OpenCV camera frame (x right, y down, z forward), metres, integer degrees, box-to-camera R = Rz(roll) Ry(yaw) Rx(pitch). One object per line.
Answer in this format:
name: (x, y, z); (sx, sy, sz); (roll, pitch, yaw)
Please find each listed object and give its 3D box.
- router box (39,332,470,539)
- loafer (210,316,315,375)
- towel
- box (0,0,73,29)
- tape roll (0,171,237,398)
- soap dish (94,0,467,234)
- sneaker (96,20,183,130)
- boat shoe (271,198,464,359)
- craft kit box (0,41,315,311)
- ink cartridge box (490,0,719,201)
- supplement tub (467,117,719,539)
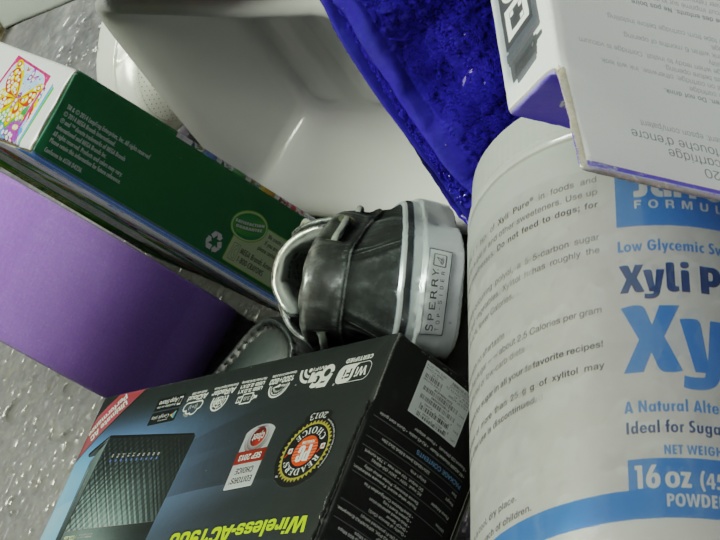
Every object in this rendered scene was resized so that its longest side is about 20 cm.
router box: (-0.053, 0.114, 0.929); (0.200, 0.062, 0.150); (-15, 45, 48)
loafer: (-0.082, 0.106, 1.073); (0.201, 0.070, 0.068); (-59, 37, 0)
towel: (0.085, -0.127, 0.943); (0.200, 0.148, 0.050); (-37, 16, -6)
box: (-0.078, -0.189, 0.992); (0.200, 0.098, 0.124); (-12, 24, 48)
tape roll: (-0.158, -0.003, 1.128); (0.200, 0.200, 0.066); (25, 85, 53)
soap dish: (-0.009, -0.095, 1.071); (0.200, 0.157, 0.081); (7, 54, 50)
sneaker: (-0.056, -0.158, 1.226); (0.115, 0.074, 0.201); (7, 69, 54)
boat shoe: (0.000, 0.000, 0.982); (0.200, 0.071, 0.072); (142, 138, -85)
craft kit box: (-0.112, -0.045, 1.107); (0.197, 0.200, 0.049); (18, 79, 51)
ink cartridge box: (0.142, -0.078, 0.849); (0.043, 0.197, 0.201); (120, 154, -43)
supplement tub: (0.102, 0.049, 0.853); (0.132, 0.132, 0.201); (-27, 48, 35)
